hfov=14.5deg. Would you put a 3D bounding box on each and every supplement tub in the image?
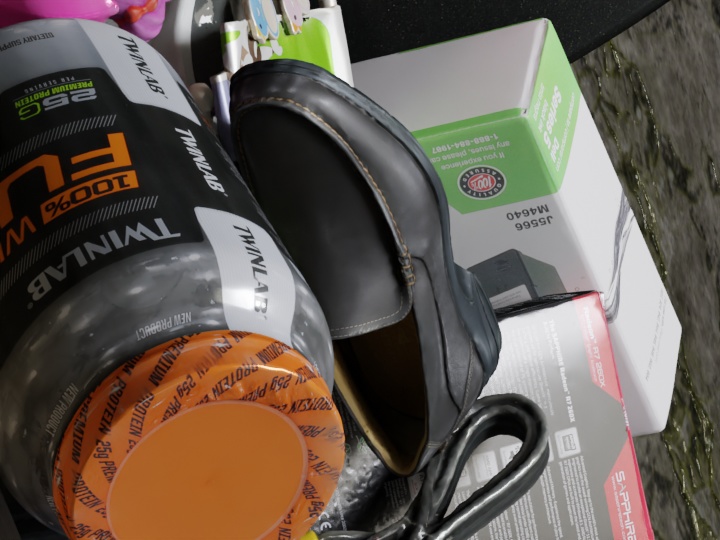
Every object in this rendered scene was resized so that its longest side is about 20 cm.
[{"bbox_3d":[-0.085,0.011,0.976,0.123,0.122,0.200,55,1,-43],"label":"supplement tub"}]

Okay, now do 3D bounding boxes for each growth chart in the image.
[{"bbox_3d":[-0.032,-0.050,1.197,0.200,0.018,0.145,-50,130,-64],"label":"growth chart"}]

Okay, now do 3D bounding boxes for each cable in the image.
[{"bbox_3d":[0.012,0.114,1.166,0.200,0.097,0.050,-35,134,-21],"label":"cable"}]

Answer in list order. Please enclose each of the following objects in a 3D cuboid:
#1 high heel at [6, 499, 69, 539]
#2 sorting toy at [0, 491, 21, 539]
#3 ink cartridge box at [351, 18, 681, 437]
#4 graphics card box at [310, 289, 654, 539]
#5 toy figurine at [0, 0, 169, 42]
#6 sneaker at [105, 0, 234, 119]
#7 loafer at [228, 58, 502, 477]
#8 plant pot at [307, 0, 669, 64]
[{"bbox_3d":[-0.058,0.048,1.092,0.072,0.142,0.200,66,27,-27],"label":"high heel"},{"bbox_3d":[-0.189,0.095,0.866,0.199,0.069,0.201,-56,130,-59],"label":"sorting toy"},{"bbox_3d":[0.054,-0.006,1.365,0.084,0.145,0.201,-74,145,-49],"label":"ink cartridge box"},{"bbox_3d":[0.028,0.090,1.255,0.199,0.051,0.126,-15,94,-30],"label":"graphics card box"},{"bbox_3d":[-0.107,-0.160,1.089,0.200,0.150,0.185,23,70,-44],"label":"toy figurine"},{"bbox_3d":[-0.078,-0.108,1.216,0.099,0.070,0.201,1,84,-70],"label":"sneaker"},{"bbox_3d":[0.000,0.000,1.138,0.200,0.072,0.073,56,40,-37],"label":"loafer"},{"bbox_3d":[0.069,-0.208,1.450,0.200,0.177,0.201,-71,144,-48],"label":"plant pot"}]
